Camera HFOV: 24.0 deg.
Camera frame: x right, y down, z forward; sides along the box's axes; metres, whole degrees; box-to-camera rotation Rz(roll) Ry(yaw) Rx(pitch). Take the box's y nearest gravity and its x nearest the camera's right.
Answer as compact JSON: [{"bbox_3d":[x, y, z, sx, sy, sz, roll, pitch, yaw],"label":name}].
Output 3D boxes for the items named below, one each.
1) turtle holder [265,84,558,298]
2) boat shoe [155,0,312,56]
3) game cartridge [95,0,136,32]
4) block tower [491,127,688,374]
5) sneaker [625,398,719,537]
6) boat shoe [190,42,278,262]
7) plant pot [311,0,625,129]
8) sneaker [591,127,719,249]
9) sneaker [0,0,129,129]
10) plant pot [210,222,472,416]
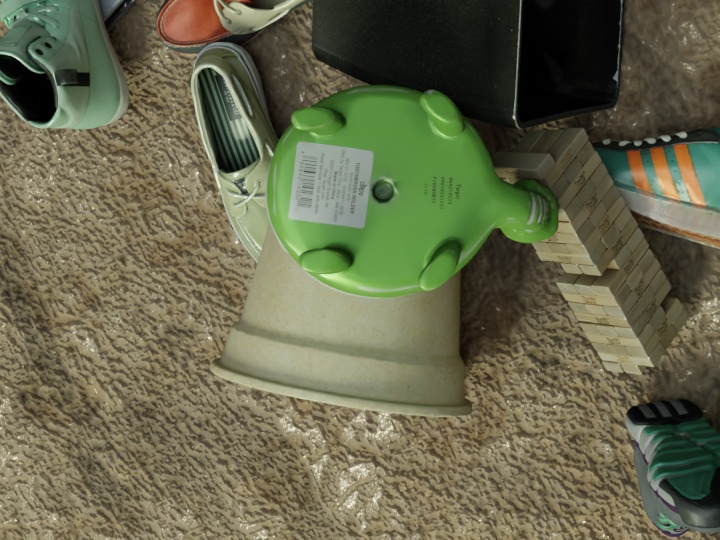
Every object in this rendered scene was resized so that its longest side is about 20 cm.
[{"bbox_3d":[0.029,-0.057,1.126,0.185,0.132,0.142,-23,90,-3],"label":"turtle holder"},{"bbox_3d":[-0.079,-0.220,1.308,0.199,0.063,0.072,-20,96,22],"label":"boat shoe"},{"bbox_3d":[-0.214,-0.278,1.355,0.200,0.042,0.133,-43,81,20],"label":"game cartridge"},{"bbox_3d":[0.167,-0.015,1.218,0.054,0.058,0.200,5,137,50],"label":"block tower"},{"bbox_3d":[0.238,0.161,1.211,0.074,0.200,0.088,-6,104,2],"label":"sneaker"},{"bbox_3d":[-0.090,-0.078,1.328,0.072,0.062,0.201,-17,105,20],"label":"boat shoe"},{"bbox_3d":[0.073,-0.216,1.198,0.177,0.199,0.201,9,103,27],"label":"plant pot"},{"bbox_3d":[0.230,-0.070,1.238,0.199,0.071,0.080,19,86,20],"label":"sneaker"},{"bbox_3d":[-0.254,-0.202,1.302,0.073,0.118,0.201,-25,91,22],"label":"sneaker"},{"bbox_3d":[0.000,0.000,1.271,0.199,0.200,0.185,10,92,16],"label":"plant pot"}]
